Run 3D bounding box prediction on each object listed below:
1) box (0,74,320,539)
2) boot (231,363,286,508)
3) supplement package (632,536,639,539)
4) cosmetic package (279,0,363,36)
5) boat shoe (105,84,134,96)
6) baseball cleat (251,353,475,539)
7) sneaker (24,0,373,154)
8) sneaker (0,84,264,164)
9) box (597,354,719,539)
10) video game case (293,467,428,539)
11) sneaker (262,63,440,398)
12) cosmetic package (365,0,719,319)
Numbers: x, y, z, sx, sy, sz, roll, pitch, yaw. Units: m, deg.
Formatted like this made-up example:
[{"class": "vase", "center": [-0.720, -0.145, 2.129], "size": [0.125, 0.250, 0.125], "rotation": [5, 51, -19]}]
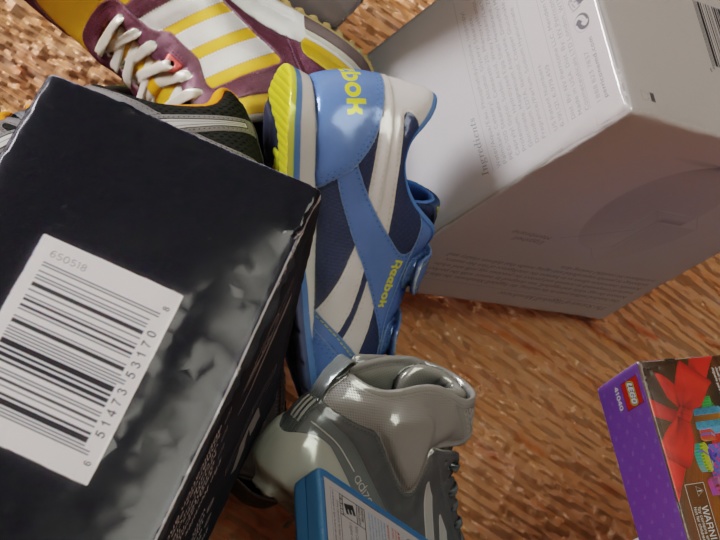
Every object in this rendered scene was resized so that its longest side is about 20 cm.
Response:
[{"class": "box", "center": [-0.112, 0.072, 0.635], "size": [0.116, 0.201, 0.198], "rotation": [23, 62, 4]}, {"class": "boot", "center": [-0.119, 0.020, 0.819], "size": [0.172, 0.069, 0.203], "rotation": [3, 72, -30]}, {"class": "supplement package", "center": [0.217, 0.219, 0.839], "size": [0.189, 0.147, 0.202], "rotation": [-13, 73, -31]}, {"class": "cosmetic package", "center": [-0.030, -0.173, 0.869], "size": [0.090, 0.200, 0.107], "rotation": [36, 54, -7]}, {"class": "boat shoe", "center": [-0.064, -0.035, 0.869], "size": [0.199, 0.061, 0.072], "rotation": [22, 58, -17]}, {"class": "baseball cleat", "center": [0.032, 0.110, 0.784], "size": [0.107, 0.070, 0.200], "rotation": [-48, 137, -3]}, {"class": "sneaker", "center": [-0.088, -0.102, 0.809], "size": [0.198, 0.075, 0.091], "rotation": [23, 55, -11]}, {"class": "sneaker", "center": [-0.135, -0.044, 0.738], "size": [0.197, 0.078, 0.078], "rotation": [2, 67, -18]}, {"class": "box", "center": [0.197, 0.136, 0.754], "size": [0.135, 0.039, 0.202], "rotation": [-3, 69, -28]}, {"class": "video game case", "center": [0.047, 0.186, 0.702], "size": [0.199, 0.018, 0.144], "rotation": [38, 29, -33]}, {"class": "sneaker", "center": [0.000, 0.000, 0.786], "size": [0.081, 0.203, 0.074], "rotation": [-7, 24, -14]}, {"class": "cosmetic package", "center": [0.119, -0.074, 0.875], "size": [0.198, 0.199, 0.124], "rotation": [8, 60, -41]}]
